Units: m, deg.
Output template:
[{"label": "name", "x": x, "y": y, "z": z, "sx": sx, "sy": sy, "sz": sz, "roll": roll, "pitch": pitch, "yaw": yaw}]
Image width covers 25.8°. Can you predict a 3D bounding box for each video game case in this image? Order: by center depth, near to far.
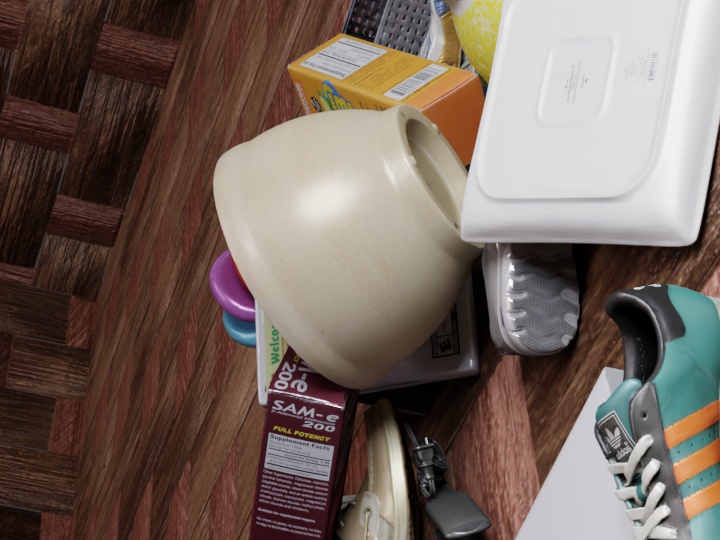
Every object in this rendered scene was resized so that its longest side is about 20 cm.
[{"label": "video game case", "x": 0.000, "y": 0.000, "z": 1.255, "sx": 0.022, "sy": 0.180, "sz": 0.202, "roll": 42, "pitch": -139, "yaw": -62}]

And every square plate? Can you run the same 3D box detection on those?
[{"label": "square plate", "x": 0.142, "y": -0.116, "z": 0.976, "sx": 0.197, "sy": 0.028, "sz": 0.202, "roll": 2, "pitch": 78, "yaw": 51}]

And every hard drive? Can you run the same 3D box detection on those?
[{"label": "hard drive", "x": 0.128, "y": 0.176, "z": 0.935, "sx": 0.132, "sy": 0.026, "sz": 0.201, "roll": -100, "pitch": 26, "yaw": -55}]

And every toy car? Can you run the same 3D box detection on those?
[{"label": "toy car", "x": -0.074, "y": 0.011, "z": 1.562, "sx": 0.201, "sy": 0.149, "sz": 0.176, "roll": 120, "pitch": 157, "yaw": -47}]

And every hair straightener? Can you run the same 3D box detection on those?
[{"label": "hair straightener", "x": 0.063, "y": 0.154, "z": 1.147, "sx": 0.200, "sy": 0.041, "sz": 0.078, "roll": -107, "pitch": 4, "yaw": -74}]

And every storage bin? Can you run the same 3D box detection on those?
[{"label": "storage bin", "x": 0.057, "y": -0.254, "z": 1.417, "sx": 0.135, "sy": 0.093, "sz": 0.201, "roll": -108, "pitch": 35, "yaw": -63}]

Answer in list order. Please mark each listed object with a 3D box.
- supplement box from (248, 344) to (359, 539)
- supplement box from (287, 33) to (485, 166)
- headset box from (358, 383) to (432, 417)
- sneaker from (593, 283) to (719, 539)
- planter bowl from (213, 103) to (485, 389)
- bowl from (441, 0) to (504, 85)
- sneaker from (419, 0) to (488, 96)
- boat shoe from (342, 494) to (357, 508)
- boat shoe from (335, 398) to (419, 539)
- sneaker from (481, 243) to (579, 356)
[{"label": "supplement box", "x": -0.044, "y": 0.160, "z": 1.178, "sx": 0.109, "sy": 0.060, "sz": 0.202, "roll": -68, "pitch": -12, "yaw": -67}, {"label": "supplement box", "x": 0.023, "y": -0.134, "z": 1.258, "sx": 0.200, "sy": 0.069, "sz": 0.067, "roll": 30, "pitch": 147, "yaw": 55}, {"label": "headset box", "x": 0.016, "y": 0.038, "z": 1.356, "sx": 0.200, "sy": 0.077, "sz": 0.150, "roll": -174, "pitch": 96, "yaw": -74}, {"label": "sneaker", "x": 0.154, "y": 0.101, "z": 0.798, "sx": 0.071, "sy": 0.079, "sz": 0.202, "roll": 129, "pitch": 150, "yaw": -58}, {"label": "planter bowl", "x": 0.009, "y": -0.034, "z": 1.126, "sx": 0.134, "sy": 0.200, "sz": 0.201, "roll": -31, "pitch": 36, "yaw": 20}, {"label": "bowl", "x": 0.115, "y": -0.224, "z": 1.156, "sx": 0.200, "sy": 0.107, "sz": 0.202, "roll": -167, "pitch": 90, "yaw": -74}, {"label": "sneaker", "x": 0.080, "y": -0.206, "z": 1.328, "sx": 0.088, "sy": 0.075, "sz": 0.202, "roll": -172, "pitch": 95, "yaw": -75}, {"label": "boat shoe", "x": -0.003, "y": 0.226, "z": 1.316, "sx": 0.200, "sy": 0.070, "sz": 0.064, "roll": -17, "pitch": 93, "yaw": 64}, {"label": "boat shoe", "x": 0.011, "y": 0.198, "z": 1.187, "sx": 0.072, "sy": 0.064, "sz": 0.202, "roll": 60, "pitch": -156, "yaw": -73}, {"label": "sneaker", "x": 0.109, "y": -0.036, "z": 1.082, "sx": 0.082, "sy": 0.074, "sz": 0.202, "roll": 145, "pitch": 135, "yaw": -67}]
